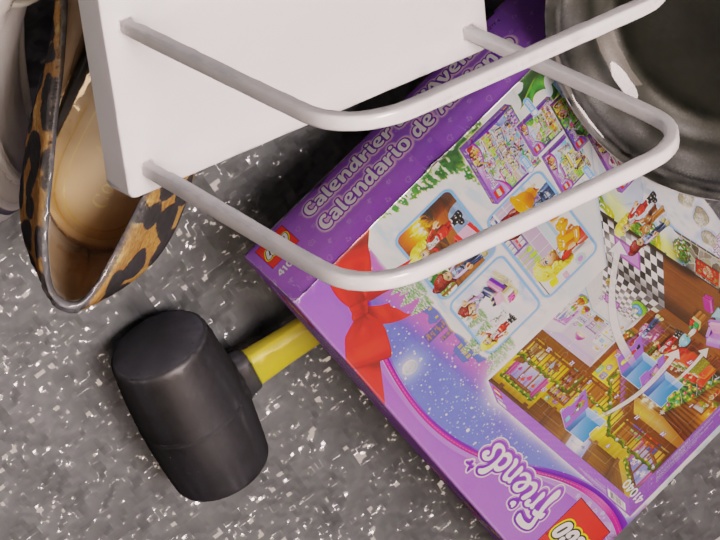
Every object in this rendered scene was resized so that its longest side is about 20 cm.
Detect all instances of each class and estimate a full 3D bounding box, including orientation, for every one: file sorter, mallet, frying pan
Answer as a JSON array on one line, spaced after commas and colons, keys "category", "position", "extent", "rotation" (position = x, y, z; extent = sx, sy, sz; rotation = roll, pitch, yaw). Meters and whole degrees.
[{"category": "file sorter", "position": [0.005, -0.118, 0.835], "extent": [0.138, 0.124, 0.201], "rotation": [-25, 123, -30]}, {"category": "mallet", "position": [0.000, 0.000, 1.068], "extent": [0.200, 0.041, 0.066], "rotation": [-39, 126, -4]}, {"category": "frying pan", "position": [0.146, -0.085, 0.945], "extent": [0.189, 0.031, 0.115], "rotation": [-15, 110, 31]}]

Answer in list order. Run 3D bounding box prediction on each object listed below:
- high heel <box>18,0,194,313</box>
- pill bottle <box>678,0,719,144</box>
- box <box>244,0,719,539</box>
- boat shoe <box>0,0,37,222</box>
[{"category": "high heel", "position": [-0.063, -0.088, 0.897], "extent": [0.071, 0.143, 0.201], "rotation": [12, 139, -1]}, {"category": "pill bottle", "position": [0.144, -0.145, 1.003], "extent": [0.113, 0.113, 0.201], "rotation": [-16, 120, -13]}, {"category": "box", "position": [0.064, 0.012, 1.068], "extent": [0.137, 0.039, 0.200], "rotation": [-44, 132, -5]}, {"category": "boat shoe", "position": [-0.125, -0.107, 0.936], "extent": [0.065, 0.072, 0.201], "rotation": [-6, 113, 14]}]
